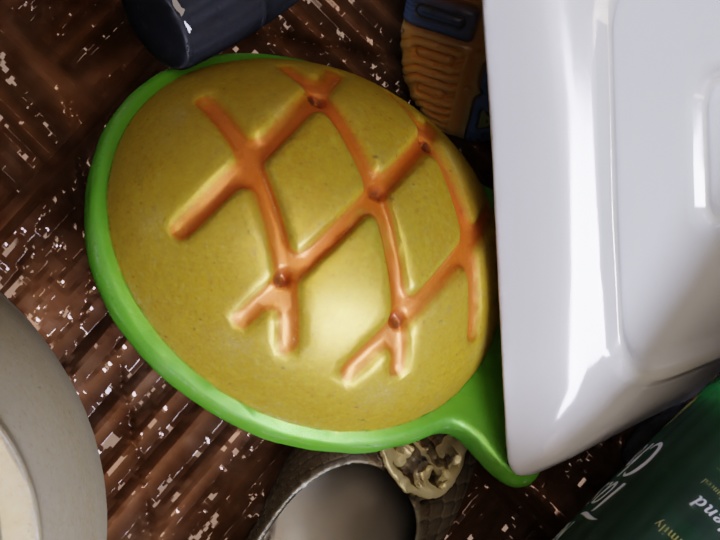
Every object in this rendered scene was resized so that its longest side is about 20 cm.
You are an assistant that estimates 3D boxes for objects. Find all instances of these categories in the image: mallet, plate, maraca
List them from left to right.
[{"bbox_3d":[-0.060,-0.166,0.786,0.066,0.041,0.201,-28,120,-30],"label":"mallet"},{"bbox_3d":[0.000,0.000,0.834,0.199,0.107,0.138,20,65,-22],"label":"maraca"},{"bbox_3d":[0.122,-0.047,0.850,0.200,0.032,0.200,-18,111,-41],"label":"plate"}]

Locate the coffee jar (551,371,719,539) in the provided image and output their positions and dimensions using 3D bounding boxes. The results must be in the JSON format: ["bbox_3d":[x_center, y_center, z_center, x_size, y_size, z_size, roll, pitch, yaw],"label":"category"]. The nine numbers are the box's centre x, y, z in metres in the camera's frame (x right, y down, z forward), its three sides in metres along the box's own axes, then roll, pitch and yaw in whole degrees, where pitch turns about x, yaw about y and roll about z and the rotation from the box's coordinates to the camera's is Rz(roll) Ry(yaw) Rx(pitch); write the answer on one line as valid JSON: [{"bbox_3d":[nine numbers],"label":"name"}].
[{"bbox_3d":[0.118,0.093,0.810,0.085,0.104,0.200,45,78,4],"label":"coffee jar"}]

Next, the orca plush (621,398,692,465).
[{"bbox_3d":[0.155,0.091,0.917,0.200,0.071,0.105,-41,56,-18],"label":"orca plush"}]

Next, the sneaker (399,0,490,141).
[{"bbox_3d":[0.073,-0.143,0.878,0.075,0.088,0.201,21,107,3],"label":"sneaker"}]

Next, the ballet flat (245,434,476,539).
[{"bbox_3d":[-0.026,0.116,0.856,0.200,0.046,0.067,-46,102,-13],"label":"ballet flat"}]

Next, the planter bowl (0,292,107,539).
[{"bbox_3d":[-0.167,0.083,0.768,0.199,0.135,0.201,0,90,-18],"label":"planter bowl"}]
